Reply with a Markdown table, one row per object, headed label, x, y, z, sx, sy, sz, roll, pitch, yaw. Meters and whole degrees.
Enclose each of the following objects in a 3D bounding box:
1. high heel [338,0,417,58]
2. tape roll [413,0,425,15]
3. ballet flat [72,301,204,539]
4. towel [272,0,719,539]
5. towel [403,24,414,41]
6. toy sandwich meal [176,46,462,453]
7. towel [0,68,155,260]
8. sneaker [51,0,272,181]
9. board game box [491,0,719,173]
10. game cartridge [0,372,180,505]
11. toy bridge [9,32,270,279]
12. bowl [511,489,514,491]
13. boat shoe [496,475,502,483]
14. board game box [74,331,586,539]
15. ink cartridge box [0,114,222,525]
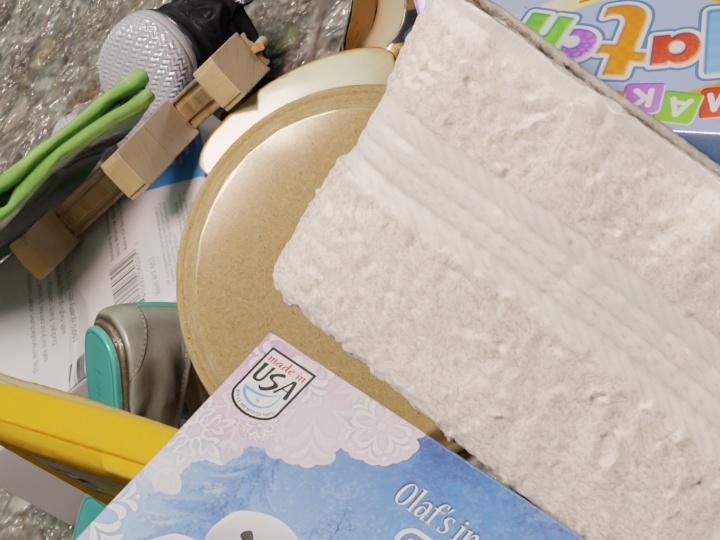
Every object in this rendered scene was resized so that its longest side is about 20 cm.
| label | x | y | z | sx | sy | sz | roll | pitch | yaw |
| --- | --- | --- | --- | --- | --- | --- | --- | --- | --- |
| high heel | -0.006 | -0.172 | 0.963 | 0.071 | 0.142 | 0.201 | 11 | 71 | 50 |
| tape roll | 0.123 | -0.149 | 0.788 | 0.198 | 0.066 | 0.202 | -1 | 88 | 24 |
| ballet flat | -0.110 | 0.110 | 0.911 | 0.067 | 0.063 | 0.202 | 34 | 125 | 48 |
| towel | 0.072 | 0.011 | 0.593 | 0.200 | 0.034 | 0.133 | 37 | 111 | 14 |
| towel | 0.117 | -0.132 | 0.877 | 0.199 | 0.048 | 0.112 | -33 | 47 | 24 |
| toy sandwich meal | 0.000 | 0.000 | 0.855 | 0.203 | 0.070 | 0.207 | -1 | 84 | 10 |
| towel | -0.194 | -0.032 | 0.992 | 0.149 | 0.031 | 0.200 | -44 | 6 | -27 |
| sneaker | -0.118 | -0.104 | 1.094 | 0.114 | 0.076 | 0.200 | -38 | -8 | -37 |
| board game box | 0.127 | -0.111 | 0.662 | 0.150 | 0.037 | 0.201 | 5 | 52 | 27 |
| game cartridge | -0.058 | 0.110 | 0.781 | 0.199 | 0.176 | 0.033 | 11 | 70 | 50 |
| toy bridge | -0.110 | -0.066 | 0.931 | 0.200 | 0.027 | 0.067 | -37 | 11 | 38 |
| bowl | 0.147 | 0.086 | 0.638 | 0.199 | 0.039 | 0.202 | -13 | 51 | 16 |
| boat shoe | 0.086 | 0.101 | 0.726 | 0.072 | 0.062 | 0.201 | -39 | 40 | 20 |
| board game box | -0.017 | 0.145 | 0.575 | 0.199 | 0.044 | 0.199 | 31 | 63 | 26 |
| ink cartridge box | -0.131 | 0.023 | 0.999 | 0.200 | 0.086 | 0.147 | -40 | 39 | 21 |
